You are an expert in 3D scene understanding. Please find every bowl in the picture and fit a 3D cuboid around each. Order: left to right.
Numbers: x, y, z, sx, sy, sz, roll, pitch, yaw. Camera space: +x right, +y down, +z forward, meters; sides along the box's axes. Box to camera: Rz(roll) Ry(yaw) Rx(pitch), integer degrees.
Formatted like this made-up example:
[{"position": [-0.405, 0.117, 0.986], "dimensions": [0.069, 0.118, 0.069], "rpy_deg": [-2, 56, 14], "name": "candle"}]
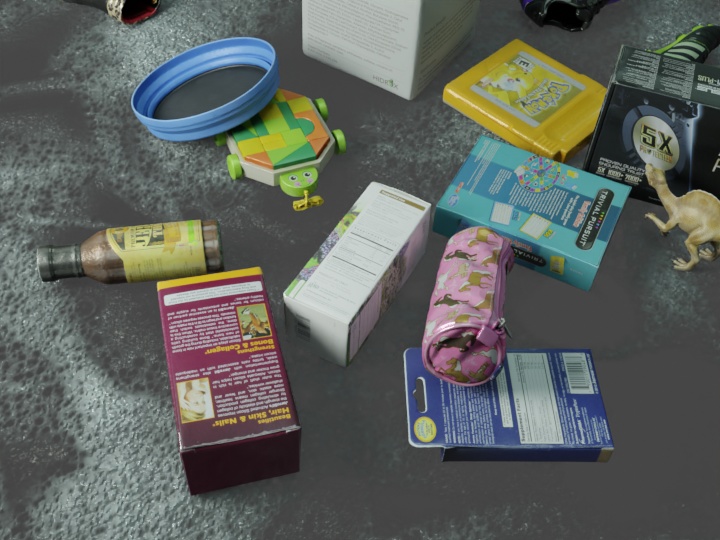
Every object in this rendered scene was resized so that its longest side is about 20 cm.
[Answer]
[{"position": [-0.200, -0.238, 1.132], "dimensions": [0.200, 0.039, 0.201], "rpy_deg": [-11, 40, 10], "name": "bowl"}]

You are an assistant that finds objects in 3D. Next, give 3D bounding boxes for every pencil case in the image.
[{"position": [0.116, 0.031, 0.898], "dimensions": [0.086, 0.083, 0.200], "rpy_deg": [6, 33, 8], "name": "pencil case"}]

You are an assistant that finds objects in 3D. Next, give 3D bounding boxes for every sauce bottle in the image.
[{"position": [-0.253, -0.017, 0.956], "dimensions": [0.199, 0.065, 0.065], "rpy_deg": [-7, 50, -10], "name": "sauce bottle"}]

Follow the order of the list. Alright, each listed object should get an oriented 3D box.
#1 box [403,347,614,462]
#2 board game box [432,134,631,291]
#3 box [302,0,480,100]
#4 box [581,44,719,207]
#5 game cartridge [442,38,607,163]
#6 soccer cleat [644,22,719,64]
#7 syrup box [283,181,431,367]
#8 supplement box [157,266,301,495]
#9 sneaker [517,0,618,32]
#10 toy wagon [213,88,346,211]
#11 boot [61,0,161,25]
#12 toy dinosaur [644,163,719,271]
[{"position": [0.144, 0.134, 0.872], "dimensions": [0.199, 0.032, 0.122], "rpy_deg": [2, 48, -3], "name": "box"}, {"position": [0.209, -0.074, 1.047], "dimensions": [0.199, 0.047, 0.151], "rpy_deg": [23, 51, 15], "name": "board game box"}, {"position": [0.047, -0.391, 1.228], "dimensions": [0.199, 0.172, 0.199], "rpy_deg": [28, 53, 19], "name": "box"}, {"position": [0.392, -0.166, 1.062], "dimensions": [0.199, 0.164, 0.086], "rpy_deg": [18, 50, 11], "name": "box"}, {"position": [0.245, -0.239, 1.203], "dimensions": [0.200, 0.033, 0.176], "rpy_deg": [36, 56, 26], "name": "game cartridge"}, {"position": [0.469, -0.300, 1.258], "dimensions": [0.199, 0.068, 0.081], "rpy_deg": [-27, 73, -23], "name": "soccer cleat"}, {"position": [0.000, 0.000, 0.948], "dimensions": [0.081, 0.079, 0.200], "rpy_deg": [23, 51, 16], "name": "syrup box"}, {"position": [-0.131, 0.103, 0.845], "dimensions": [0.110, 0.086, 0.201], "rpy_deg": [-9, 50, -12], "name": "supplement box"}, {"position": [0.349, -0.416, 1.347], "dimensions": [0.199, 0.070, 0.100], "rpy_deg": [-12, 57, -8], "name": "sneaker"}, {"position": [-0.097, -0.159, 1.106], "dimensions": [0.154, 0.040, 0.200], "rpy_deg": [-16, 52, -16], "name": "toy wagon"}, {"position": [-0.360, -0.460, 1.328], "dimensions": [0.150, 0.073, 0.200], "rpy_deg": [29, 57, 21], "name": "boot"}, {"position": [0.402, -0.046, 0.999], "dimensions": [0.200, 0.101, 0.058], "rpy_deg": [35, 55, 24], "name": "toy dinosaur"}]
